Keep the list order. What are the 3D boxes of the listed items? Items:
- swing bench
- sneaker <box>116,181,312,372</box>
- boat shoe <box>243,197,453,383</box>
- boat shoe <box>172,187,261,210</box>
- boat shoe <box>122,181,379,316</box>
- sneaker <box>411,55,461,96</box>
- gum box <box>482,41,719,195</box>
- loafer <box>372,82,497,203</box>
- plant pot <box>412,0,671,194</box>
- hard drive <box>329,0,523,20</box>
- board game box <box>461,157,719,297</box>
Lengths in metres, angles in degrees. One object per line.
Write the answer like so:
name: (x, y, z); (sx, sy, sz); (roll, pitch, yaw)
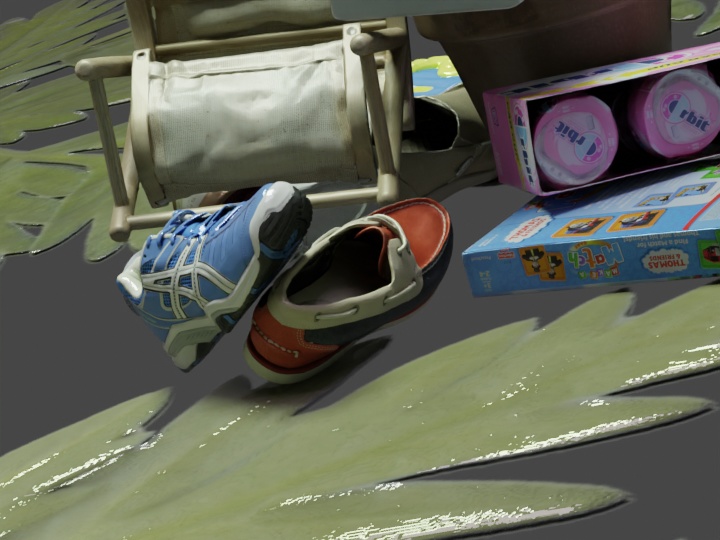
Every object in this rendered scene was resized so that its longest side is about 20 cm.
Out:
swing bench: (-0.071, -0.125, 1.770); (0.199, 0.130, 0.200); (-6, 23, 9)
sneaker: (-0.095, -0.004, 1.595); (0.076, 0.077, 0.200); (-49, 3, -37)
boat shoe: (0.000, 0.000, 1.617); (0.071, 0.063, 0.200); (35, 42, 17)
boat shoe: (-0.038, -0.066, 1.933); (0.200, 0.074, 0.066); (-22, 29, -17)
boat shoe: (-0.063, -0.020, 1.771); (0.202, 0.075, 0.086); (-23, 17, -18)
sneaker: (0.048, -0.125, 2.023); (0.200, 0.076, 0.105); (-12, 17, 9)
gum box: (0.194, -0.104, 1.704); (0.200, 0.066, 0.114); (-13, 8, -10)
loafer: (0.064, -0.100, 1.896); (0.076, 0.068, 0.200); (30, 47, 27)
plant pot: (0.147, -0.151, 1.832); (0.200, 0.175, 0.200); (-14, 15, 4)
hard drive: (0.079, -0.210, 1.718); (0.132, 0.027, 0.200); (-2, 21, 26)
board game box: (0.186, -0.032, 1.636); (0.200, 0.037, 0.151); (-4, 19, 33)
